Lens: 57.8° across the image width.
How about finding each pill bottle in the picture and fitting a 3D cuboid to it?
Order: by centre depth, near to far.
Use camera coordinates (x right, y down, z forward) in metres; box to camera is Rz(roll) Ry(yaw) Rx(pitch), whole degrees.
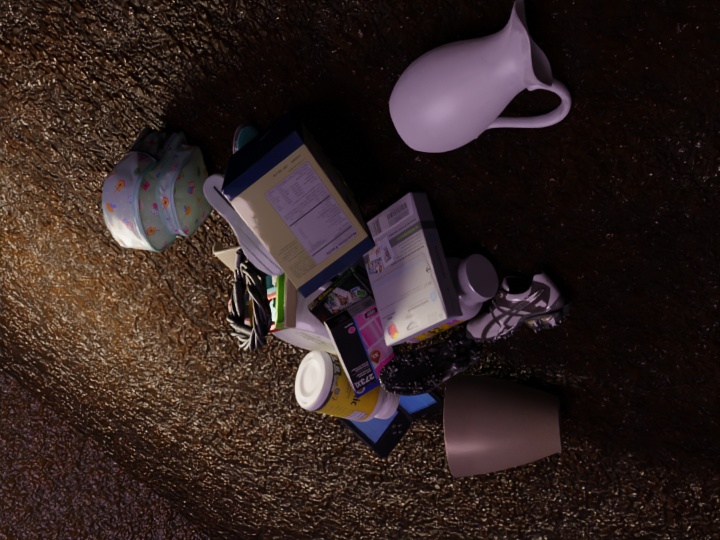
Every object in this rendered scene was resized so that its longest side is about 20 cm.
[{"bbox_3d":[0.135,0.044,1.086,0.104,0.105,0.199,43,140,-12],"label":"pill bottle"},{"bbox_3d":[-0.021,0.231,1.271,0.197,0.114,0.110,21,151,-35],"label":"pill bottle"}]

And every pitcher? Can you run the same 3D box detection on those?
[{"bbox_3d":[0.150,-0.215,0.821,0.197,0.124,0.171,-23,132,33],"label":"pitcher"}]

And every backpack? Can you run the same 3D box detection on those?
[{"bbox_3d":[-0.363,-0.135,1.176,0.150,0.202,0.179,16,137,19],"label":"backpack"}]

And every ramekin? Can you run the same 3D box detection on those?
[{"bbox_3d":[-0.084,0.089,1.233,0.196,0.097,0.203,13,160,5],"label":"ramekin"}]

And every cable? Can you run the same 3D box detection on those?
[{"bbox_3d":[-0.206,0.061,1.178,0.050,0.202,0.165,6,130,-30],"label":"cable"}]

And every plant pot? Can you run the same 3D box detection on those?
[{"bbox_3d":[0.266,0.282,1.197,0.194,0.190,0.190,-4,130,19],"label":"plant pot"}]

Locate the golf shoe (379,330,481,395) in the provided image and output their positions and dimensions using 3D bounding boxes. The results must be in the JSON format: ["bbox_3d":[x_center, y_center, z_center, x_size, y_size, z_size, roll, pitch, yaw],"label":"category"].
[{"bbox_3d":[0.120,0.176,1.166,0.095,0.195,0.080,125,127,-68],"label":"golf shoe"}]

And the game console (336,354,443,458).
[{"bbox_3d":[0.048,0.282,1.382,0.200,0.172,0.118,43,166,-11],"label":"game console"}]

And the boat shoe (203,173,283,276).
[{"bbox_3d":[-0.182,-0.082,1.095,0.071,0.062,0.202,-36,93,17],"label":"boat shoe"}]

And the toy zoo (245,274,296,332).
[{"bbox_3d":[-0.165,0.045,1.179,0.020,0.135,0.198,7,167,-29],"label":"toy zoo"}]

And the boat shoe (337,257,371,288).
[{"bbox_3d":[0.000,0.000,1.175,0.199,0.071,0.091,40,177,-32],"label":"boat shoe"}]

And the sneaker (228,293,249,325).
[{"bbox_3d":[-0.189,0.098,1.405,0.196,0.069,0.108,19,171,-12],"label":"sneaker"}]

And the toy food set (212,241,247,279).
[{"bbox_3d":[-0.184,-0.021,1.289,0.196,0.061,0.144,-9,136,41],"label":"toy food set"}]

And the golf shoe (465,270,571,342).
[{"bbox_3d":[0.242,0.055,1.062,0.198,0.077,0.096,-24,98,44],"label":"golf shoe"}]

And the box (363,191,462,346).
[{"bbox_3d":[0.073,0.000,1.045,0.155,0.040,0.205,-31,69,49],"label":"box"}]

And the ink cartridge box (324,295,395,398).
[{"bbox_3d":[0.010,0.146,1.151,0.037,0.093,0.203,49,163,50],"label":"ink cartridge box"}]

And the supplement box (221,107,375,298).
[{"bbox_3d":[-0.094,-0.108,0.991,0.133,0.201,0.201,-34,113,7],"label":"supplement box"}]

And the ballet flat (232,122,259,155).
[{"bbox_3d":[-0.184,-0.158,1.135,0.063,0.067,0.204,24,139,50],"label":"ballet flat"}]

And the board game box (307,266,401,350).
[{"bbox_3d":[0.002,0.090,1.149,0.201,0.104,0.024,49,180,-37],"label":"board game box"}]
